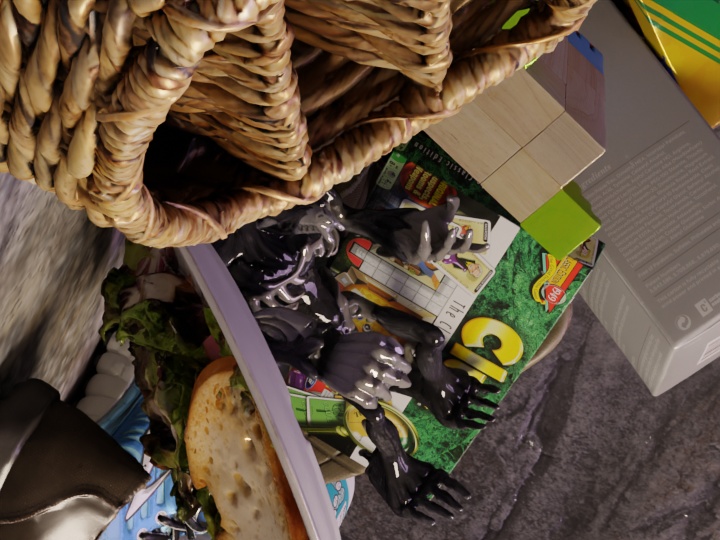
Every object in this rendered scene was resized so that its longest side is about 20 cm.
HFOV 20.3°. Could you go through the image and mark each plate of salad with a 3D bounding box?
[{"bbox_3d":[-0.057,0.056,0.742,0.048,0.201,0.200,-24,164,-11],"label":"plate of salad"}]

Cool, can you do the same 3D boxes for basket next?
[{"bbox_3d":[-0.020,-0.070,0.516,0.200,0.148,0.143,96,19,-78],"label":"basket"}]

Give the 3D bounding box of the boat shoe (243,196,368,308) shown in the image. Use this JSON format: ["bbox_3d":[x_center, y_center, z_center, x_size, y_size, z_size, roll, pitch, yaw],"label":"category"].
[{"bbox_3d":[0.000,0.000,1.001,0.199,0.076,0.060,-18,-164,39],"label":"boat shoe"}]

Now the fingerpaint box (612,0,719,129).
[{"bbox_3d":[0.125,-0.183,1.003,0.073,0.167,0.200,-32,-148,-1],"label":"fingerpaint box"}]

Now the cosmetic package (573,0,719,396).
[{"bbox_3d":[0.121,-0.048,0.977,0.090,0.200,0.107,-31,166,-5],"label":"cosmetic package"}]

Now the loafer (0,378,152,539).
[{"bbox_3d":[-0.131,0.139,0.757,0.073,0.071,0.201,-56,169,-61],"label":"loafer"}]

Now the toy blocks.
[{"bbox_3d":[0.038,-0.116,0.878,0.100,0.200,0.137,-41,-163,24],"label":"toy blocks"}]

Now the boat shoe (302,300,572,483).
[{"bbox_3d":[0.025,0.057,1.065,0.200,0.072,0.068,-28,171,11],"label":"boat shoe"}]

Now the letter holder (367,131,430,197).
[{"bbox_3d":[-0.016,-0.026,1.132,0.100,0.142,0.200,-13,142,-40],"label":"letter holder"}]

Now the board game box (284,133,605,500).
[{"bbox_3d":[0.028,0.028,0.953,0.023,0.104,0.200,-62,-179,-44],"label":"board game box"}]

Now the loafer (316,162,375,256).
[{"bbox_3d":[-0.017,-0.081,0.975,0.200,0.076,0.068,-61,164,-46],"label":"loafer"}]

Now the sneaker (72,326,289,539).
[{"bbox_3d":[-0.091,0.096,0.868,0.078,0.090,0.201,104,11,-67],"label":"sneaker"}]

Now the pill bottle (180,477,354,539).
[{"bbox_3d":[-0.071,0.154,1.252,0.200,0.110,0.111,-62,174,-49],"label":"pill bottle"}]

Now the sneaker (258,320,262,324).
[{"bbox_3d":[-0.082,0.093,1.005,0.077,0.082,0.200,-61,173,-45],"label":"sneaker"}]

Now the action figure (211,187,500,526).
[{"bbox_3d":[-0.001,0.012,0.863,0.200,0.102,0.119,55,54,-35],"label":"action figure"}]
